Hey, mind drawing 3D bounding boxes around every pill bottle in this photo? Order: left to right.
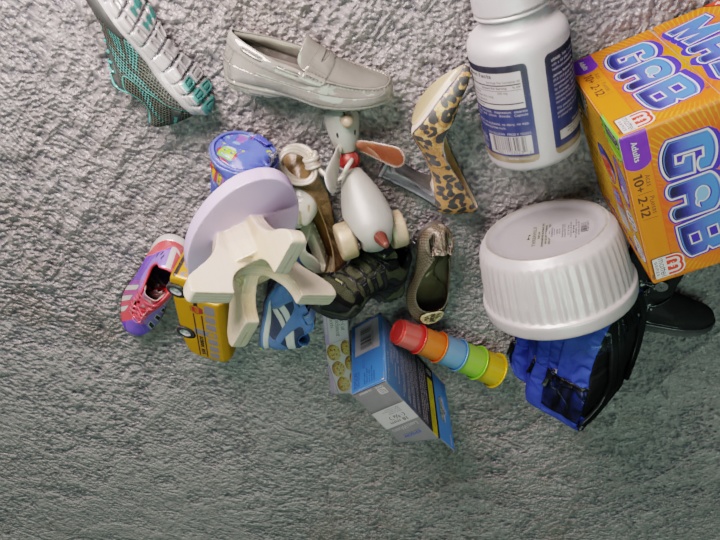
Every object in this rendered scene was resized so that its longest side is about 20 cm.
[{"bbox_3d":[0.181,-0.224,0.723,0.111,0.111,0.200,-14,126,10],"label":"pill bottle"}]

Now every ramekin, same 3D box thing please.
[{"bbox_3d":[0.249,-0.010,0.839,0.199,0.200,0.105,-15,116,11],"label":"ramekin"}]

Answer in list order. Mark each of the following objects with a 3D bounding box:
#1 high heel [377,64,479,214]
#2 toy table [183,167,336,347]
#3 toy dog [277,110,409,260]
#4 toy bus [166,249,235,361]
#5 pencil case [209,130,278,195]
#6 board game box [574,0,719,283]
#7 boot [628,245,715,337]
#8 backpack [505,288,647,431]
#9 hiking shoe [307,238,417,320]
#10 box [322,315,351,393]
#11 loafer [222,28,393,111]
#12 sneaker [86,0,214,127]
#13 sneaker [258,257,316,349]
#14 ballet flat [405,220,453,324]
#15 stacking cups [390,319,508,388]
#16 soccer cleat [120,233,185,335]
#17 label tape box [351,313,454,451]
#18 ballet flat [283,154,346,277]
[{"bbox_3d":[0.124,-0.153,0.795,0.142,0.072,0.200,24,140,-10],"label":"high heel"},{"bbox_3d":[-0.127,-0.008,0.762,0.183,0.117,0.200,-6,141,-27],"label":"toy table"},{"bbox_3d":[0.000,-0.098,0.791,0.132,0.096,0.200,-38,109,-5],"label":"toy dog"},{"bbox_3d":[-0.220,0.051,0.927,0.078,0.065,0.200,16,143,5],"label":"toy bus"},{"bbox_3d":[-0.148,-0.088,0.821,0.078,0.087,0.200,43,146,20],"label":"pencil case"},{"bbox_3d":[0.377,-0.148,0.725,0.199,0.200,0.200,-20,125,15],"label":"board game box"},{"bbox_3d":[0.460,-0.002,0.930,0.164,0.066,0.201,1,123,-3],"label":"boot"},{"bbox_3d":[0.307,0.100,0.930,0.167,0.162,0.201,27,138,28],"label":"backpack"},{"bbox_3d":[0.000,0.000,0.876,0.076,0.200,0.101,34,119,28],"label":"hiking shoe"},{"bbox_3d":[-0.036,0.116,1.027,0.041,0.039,0.201,-2,127,0],"label":"box"},{"bbox_3d":[-0.059,-0.232,0.742,0.199,0.070,0.070,7,136,-5],"label":"loafer"},{"bbox_3d":[-0.260,-0.244,0.732,0.091,0.078,0.200,-22,123,21],"label":"sneaker"},{"bbox_3d":[-0.101,0.045,0.954,0.082,0.074,0.200,11,135,-6],"label":"sneaker"},{"bbox_3d":[0.106,0.016,0.932,0.067,0.046,0.200,-15,136,-16],"label":"ballet flat"},{"bbox_3d":[0.137,0.125,1.016,0.199,0.061,0.061,24,124,-21],"label":"stacking cups"},{"bbox_3d":[-0.309,0.036,0.943,0.068,0.073,0.200,26,123,-19],"label":"soccer cleat"},{"bbox_3d":[0.065,0.187,1.016,0.063,0.144,0.200,-28,122,20],"label":"label tape box"},{"bbox_3d":[-0.071,-0.059,0.869,0.068,0.072,0.201,0,130,21],"label":"ballet flat"}]
